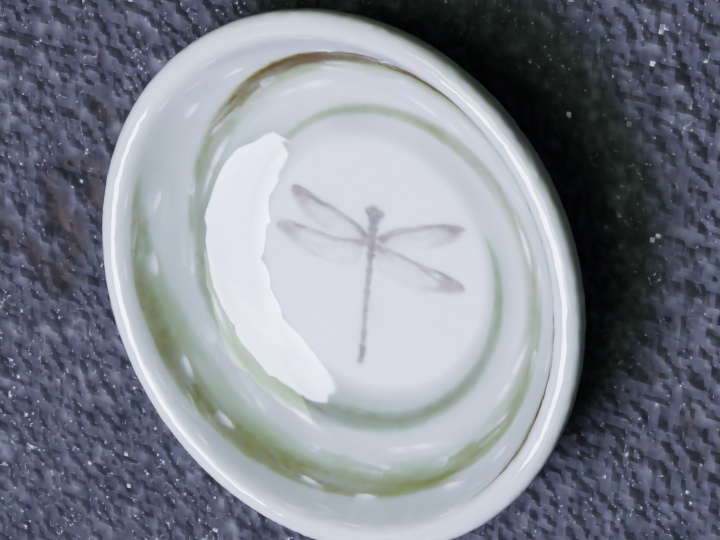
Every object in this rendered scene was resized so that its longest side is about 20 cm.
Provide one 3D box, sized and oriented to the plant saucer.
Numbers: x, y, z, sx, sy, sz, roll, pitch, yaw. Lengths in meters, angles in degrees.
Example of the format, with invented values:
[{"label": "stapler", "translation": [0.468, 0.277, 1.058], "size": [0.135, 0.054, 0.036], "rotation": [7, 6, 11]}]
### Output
[{"label": "plant saucer", "translation": [0.000, 0.000, 1.054], "size": [0.199, 0.050, 0.202], "rotation": [11, 112, 29]}]
